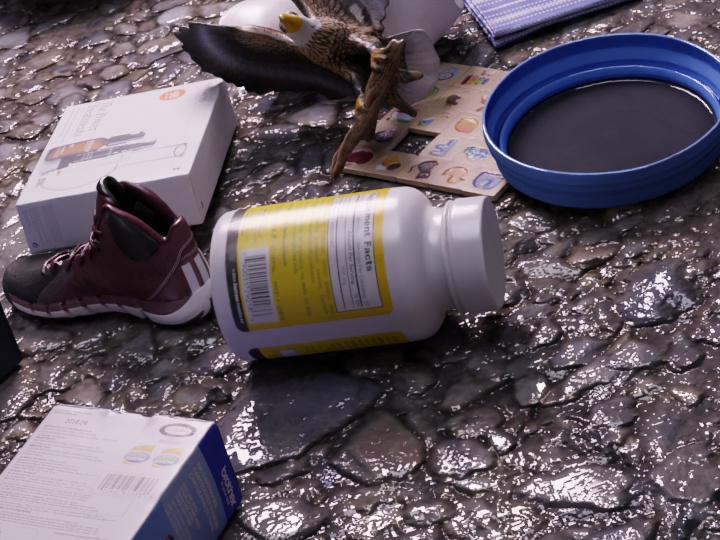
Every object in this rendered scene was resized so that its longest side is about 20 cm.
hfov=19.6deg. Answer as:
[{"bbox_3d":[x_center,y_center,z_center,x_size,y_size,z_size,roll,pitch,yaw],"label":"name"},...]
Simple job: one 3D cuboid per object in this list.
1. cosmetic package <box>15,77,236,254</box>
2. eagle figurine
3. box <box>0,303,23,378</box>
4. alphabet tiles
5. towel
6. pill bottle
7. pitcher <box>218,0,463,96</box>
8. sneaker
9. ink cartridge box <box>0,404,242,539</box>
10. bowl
[{"bbox_3d":[-0.193,-0.091,1.758,0.149,0.052,0.200,-8,27,9],"label":"cosmetic package"},{"bbox_3d":[-0.041,-0.200,1.742,0.151,0.152,0.200,-39,56,-18],"label":"eagle figurine"},{"bbox_3d":[-0.376,0.017,1.616,0.199,0.149,0.104,19,46,40],"label":"box"},{"bbox_3d":[0.101,-0.115,1.720,0.199,0.008,0.167,13,43,37],"label":"alphabet tiles"},{"bbox_3d":[0.155,-0.269,1.911,0.143,0.024,0.200,-19,35,-6],"label":"towel"},{"bbox_3d":[0.000,0.000,1.503,0.198,0.112,0.112,-7,34,14],"label":"pill bottle"},{"bbox_3d":[-0.010,-0.238,1.865,0.198,0.122,0.172,-20,16,16],"label":"pitcher"},{"bbox_3d":[-0.205,-0.025,1.625,0.198,0.116,0.076,2,37,26],"label":"sneaker"},{"bbox_3d":[-0.170,0.163,1.375,0.135,0.077,0.201,4,40,28],"label":"ink cartridge box"},{"bbox_3d":[0.196,-0.118,1.641,0.198,0.040,0.201,-9,36,7],"label":"bowl"}]
